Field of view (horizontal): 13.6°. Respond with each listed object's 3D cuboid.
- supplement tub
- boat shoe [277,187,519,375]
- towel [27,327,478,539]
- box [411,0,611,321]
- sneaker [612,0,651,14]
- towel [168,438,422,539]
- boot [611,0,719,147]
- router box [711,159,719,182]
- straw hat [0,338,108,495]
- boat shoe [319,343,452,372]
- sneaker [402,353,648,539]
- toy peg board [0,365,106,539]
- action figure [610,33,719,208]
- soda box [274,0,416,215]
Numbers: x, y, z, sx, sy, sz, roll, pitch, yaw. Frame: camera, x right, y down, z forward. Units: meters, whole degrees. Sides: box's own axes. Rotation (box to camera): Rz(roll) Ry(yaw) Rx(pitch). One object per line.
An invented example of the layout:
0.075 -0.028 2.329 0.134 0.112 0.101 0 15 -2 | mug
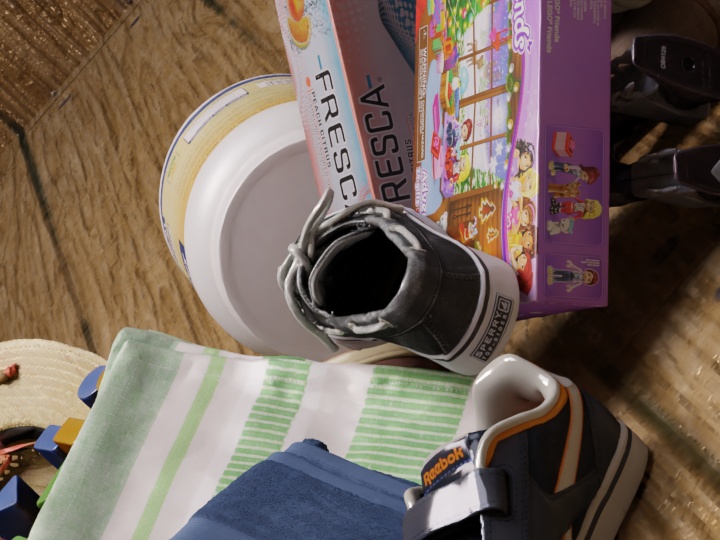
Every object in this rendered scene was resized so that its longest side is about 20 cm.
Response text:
-0.032 -0.028 1.664 0.145 0.144 0.200 -49 14 1 | supplement tub
-0.001 0.003 1.365 0.074 0.068 0.199 -67 24 4 | boat shoe
-0.037 0.094 1.333 0.023 0.199 0.153 79 -156 -46 | towel
0.067 -0.078 1.373 0.137 0.039 0.201 166 106 -66 | box
0.122 -0.192 1.531 0.146 0.077 0.203 -18 27 53 | sneaker
-0.040 0.143 1.211 0.200 0.111 0.049 -36 -42 -46 | towel
0.144 -0.122 1.558 0.146 0.070 0.200 -46 14 -13 | boot
0.234 -0.084 1.190 0.200 0.051 0.149 -48 12 6 | router box
-0.199 0.142 1.824 0.200 0.085 0.202 -13 51 16 | straw hat
-0.033 0.108 1.501 0.199 0.072 0.072 -31 56 12 | boat shoe
0.050 0.116 1.181 0.078 0.079 0.200 -37 20 37 | sneaker
-0.145 0.122 1.641 0.200 0.098 0.199 -54 27 -18 | toy peg board
0.106 -0.054 1.405 0.200 0.069 0.131 -21 74 61 | action figure
0.016 -0.066 1.526 0.068 0.201 0.064 -12 -3 -26 | soda box
